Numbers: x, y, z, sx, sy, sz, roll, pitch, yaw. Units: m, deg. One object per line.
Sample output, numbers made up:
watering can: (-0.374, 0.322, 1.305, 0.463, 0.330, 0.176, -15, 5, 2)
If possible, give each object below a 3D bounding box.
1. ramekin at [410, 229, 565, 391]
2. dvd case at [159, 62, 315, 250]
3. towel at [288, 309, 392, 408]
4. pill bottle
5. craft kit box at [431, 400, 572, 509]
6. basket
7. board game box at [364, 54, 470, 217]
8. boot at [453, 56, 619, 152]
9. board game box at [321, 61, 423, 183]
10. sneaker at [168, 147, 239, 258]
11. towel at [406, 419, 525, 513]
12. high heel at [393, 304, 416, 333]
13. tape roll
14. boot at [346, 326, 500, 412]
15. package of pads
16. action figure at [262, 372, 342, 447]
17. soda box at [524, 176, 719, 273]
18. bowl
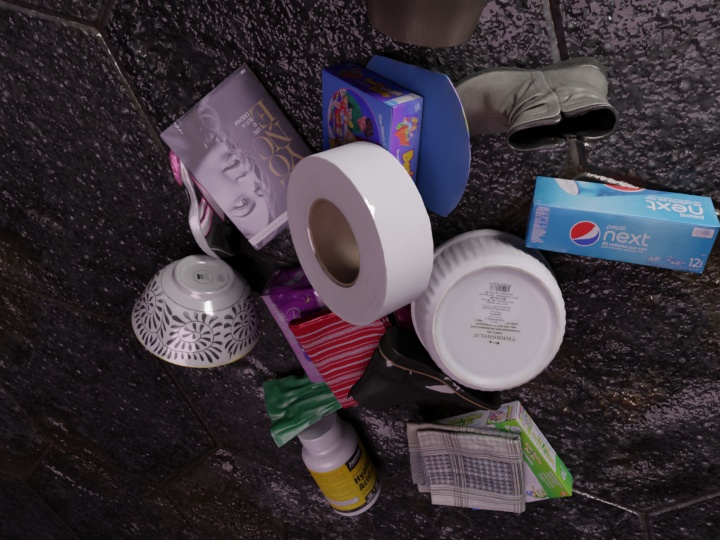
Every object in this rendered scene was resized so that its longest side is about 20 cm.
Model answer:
ramekin: (0.164, 0.056, 0.771, 0.197, 0.105, 0.204, 1, 105, 3)
dvd case: (-0.146, -0.146, 0.809, 0.148, 0.016, 0.201, -35, 110, 10)
towel: (-0.006, 0.129, 0.907, 0.143, 0.023, 0.201, -17, 125, 17)
pill bottle: (-0.044, 0.353, 1.129, 0.110, 0.112, 0.202, -9, 123, 27)
craft kit box: (0.232, 0.327, 1.046, 0.196, 0.049, 0.201, -22, 116, 36)
basket: (0.072, -0.326, 0.552, 0.177, 0.137, 0.202, 14, 134, 4)
board game box: (0.068, -0.162, 0.703, 0.199, 0.039, 0.160, 34, 137, 43)
boot: (0.163, -0.166, 0.635, 0.197, 0.131, 0.068, -8, 123, 26)
board game box: (0.008, -0.130, 0.735, 0.134, 0.044, 0.202, 40, 142, 38)
sneaker: (-0.203, -0.103, 0.868, 0.085, 0.081, 0.202, -4, 131, 11)
towel: (0.177, 0.339, 1.027, 0.197, 0.035, 0.195, 2, 127, 21)
high heel: (0.124, 0.095, 0.914, 0.095, 0.068, 0.201, -31, 110, 11)
tape roll: (-0.007, -0.043, 0.702, 0.202, 0.070, 0.205, 37, 139, 40)
boot: (0.091, 0.175, 0.886, 0.198, 0.078, 0.139, 30, 124, -7)
package of pads: (-0.059, 0.086, 0.954, 0.119, 0.076, 0.202, -11, 121, 23)
action figure: (-0.075, 0.220, 1.063, 0.198, 0.055, 0.120, -26, 74, 20)
soda box: (0.299, -0.056, 0.707, 0.197, 0.068, 0.065, 10, 128, 14)
bowl: (-0.240, 0.040, 0.911, 0.198, 0.202, 0.095, 22, 128, 4)
